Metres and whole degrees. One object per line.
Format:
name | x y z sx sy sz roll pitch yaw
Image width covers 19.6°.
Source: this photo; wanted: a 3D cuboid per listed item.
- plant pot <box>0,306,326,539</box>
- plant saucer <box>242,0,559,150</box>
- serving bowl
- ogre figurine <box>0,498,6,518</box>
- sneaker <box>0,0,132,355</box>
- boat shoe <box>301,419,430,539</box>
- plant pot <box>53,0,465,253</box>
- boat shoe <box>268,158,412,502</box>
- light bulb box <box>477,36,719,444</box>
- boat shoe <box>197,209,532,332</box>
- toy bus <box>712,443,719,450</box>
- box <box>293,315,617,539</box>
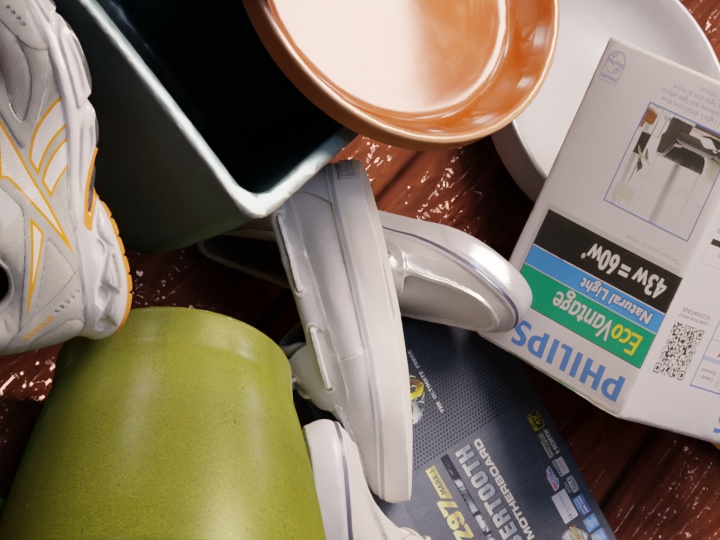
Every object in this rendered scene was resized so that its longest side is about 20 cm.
plant pot | -0.103 0.131 1.085 0.200 0.200 0.194 20 51 -27
plant saucer | 0.018 -0.158 1.100 0.199 0.032 0.201 11 68 -29
serving bowl | 0.157 -0.108 1.403 0.199 0.066 0.201 12 67 -30
ogre figurine | -0.254 0.046 1.058 0.199 0.098 0.120 23 73 -13
sneaker | -0.178 -0.051 1.026 0.092 0.076 0.201 -20 103 -29
boat shoe | 0.014 0.173 1.164 0.069 0.071 0.201 -13 105 -5
plant pot | -0.105 -0.124 1.150 0.197 0.200 0.196 52 53 -7
boat shoe | -0.012 0.039 1.164 0.072 0.068 0.201 -86 165 -66
light bulb box | 0.207 -0.010 1.281 0.198 0.125 0.201 17 100 -49
boat shoe | 0.000 0.000 1.222 0.199 0.072 0.066 24 56 4
toy bus | 0.330 0.024 1.395 0.135 0.192 0.201 22 61 -24
box | 0.051 0.124 1.260 0.157 0.051 0.201 -28 89 -36
